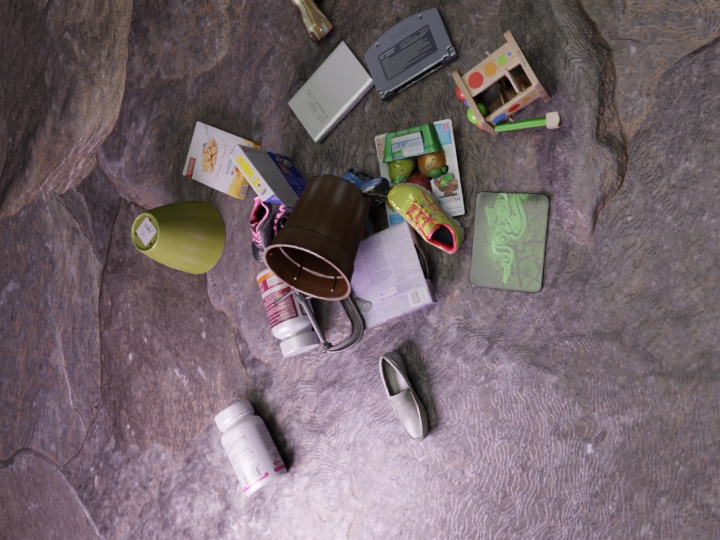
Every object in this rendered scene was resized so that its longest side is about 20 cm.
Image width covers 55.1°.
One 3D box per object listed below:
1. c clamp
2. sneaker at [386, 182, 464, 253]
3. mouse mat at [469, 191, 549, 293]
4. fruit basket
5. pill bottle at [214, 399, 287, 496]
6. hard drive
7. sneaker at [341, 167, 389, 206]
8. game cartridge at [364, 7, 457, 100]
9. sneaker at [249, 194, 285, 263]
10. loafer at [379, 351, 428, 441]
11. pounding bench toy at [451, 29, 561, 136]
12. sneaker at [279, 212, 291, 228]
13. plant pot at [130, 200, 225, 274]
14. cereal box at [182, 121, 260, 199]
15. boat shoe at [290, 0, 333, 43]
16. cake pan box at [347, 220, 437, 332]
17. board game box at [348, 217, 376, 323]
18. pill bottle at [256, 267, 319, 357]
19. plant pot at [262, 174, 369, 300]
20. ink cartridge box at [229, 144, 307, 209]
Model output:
[{"bbox_3d":[-0.084,0.100,1.525,0.170,0.027,0.202,-40,70,12],"label":"c clamp"},{"bbox_3d":[0.139,-0.108,1.438,0.198,0.091,0.079,34,116,-7],"label":"sneaker"},{"bbox_3d":[0.309,-0.061,1.442,0.157,0.007,0.206,5,90,27],"label":"mouse mat"},{"bbox_3d":[0.124,-0.208,1.493,0.181,0.093,0.206,-7,89,25],"label":"fruit basket"},{"bbox_3d":[-0.266,0.423,1.657,0.112,0.113,0.203,-36,73,21],"label":"pill bottle"},{"bbox_3d":[-0.070,-0.420,1.632,0.199,0.026,0.133,-43,71,19],"label":"hard drive"},{"bbox_3d":[-0.007,-0.191,1.539,0.198,0.077,0.092,-3,79,53],"label":"sneaker"},{"bbox_3d":[0.108,-0.488,1.541,0.197,0.041,0.136,-25,73,24],"label":"game cartridge"},{"bbox_3d":[-0.240,-0.105,1.655,0.078,0.095,0.204,27,119,22],"label":"sneaker"},{"bbox_3d":[0.089,0.277,1.506,0.069,0.069,0.204,-29,76,22],"label":"loafer"},{"bbox_3d":[0.295,-0.336,1.391,0.154,0.123,0.204,-32,75,22],"label":"pounding bench toy"},{"bbox_3d":[-0.134,-0.045,1.618,0.075,0.087,0.203,-35,74,20],"label":"sneaker"},{"bbox_3d":[-0.471,-0.091,1.728,0.182,0.199,0.193,-1,87,26],"label":"plant pot"},{"bbox_3d":[-0.358,-0.283,1.766,0.196,0.039,0.148,22,98,25],"label":"cereal box"},{"bbox_3d":[-0.126,-0.647,1.654,0.075,0.072,0.204,-29,83,7],"label":"boat shoe"},{"bbox_3d":[0.056,0.013,1.505,0.196,0.052,0.189,-23,80,18],"label":"cake pan box"},{"bbox_3d":[0.000,0.000,1.572,0.132,0.034,0.204,-26,77,17],"label":"board game box"},{"bbox_3d":[-0.167,0.091,1.619,0.108,0.109,0.205,-23,78,24],"label":"pill bottle"},{"bbox_3d":[-0.079,-0.078,1.449,0.195,0.201,0.202,8,62,26],"label":"plant pot"},{"bbox_3d":[-0.181,-0.195,1.586,0.047,0.196,0.202,-42,71,21],"label":"ink cartridge box"}]
